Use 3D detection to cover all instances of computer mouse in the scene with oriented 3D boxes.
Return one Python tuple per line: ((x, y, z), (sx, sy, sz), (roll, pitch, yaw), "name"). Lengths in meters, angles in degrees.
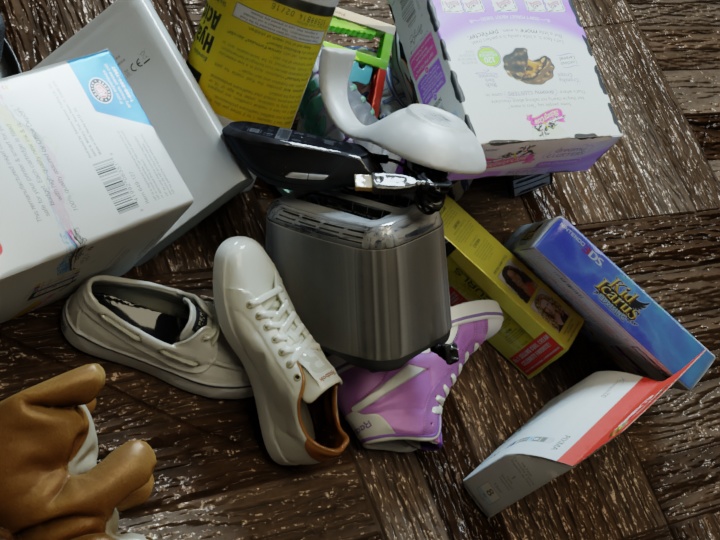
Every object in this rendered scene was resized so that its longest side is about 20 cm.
((-0.020, -0.077, 1.137), (0.197, 0.047, 0.141), (10, 15, -7), "computer mouse")

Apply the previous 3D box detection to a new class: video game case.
((0.234, 0.031, 1.349), (0.200, 0.181, 0.046), (42, 85, -3), "video game case")

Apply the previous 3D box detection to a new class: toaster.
((0.000, 0.000, 1.185), (0.113, 0.199, 0.131), (-24, 121, -39), "toaster")

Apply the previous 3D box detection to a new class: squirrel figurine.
((-0.232, 0.190, 0.984), (0.198, 0.141, 0.189), (-21, 84, -26), "squirrel figurine")

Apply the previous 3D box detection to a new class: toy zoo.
((-0.046, -0.161, 1.339), (0.130, 0.020, 0.203), (14, 77, -13), "toy zoo")

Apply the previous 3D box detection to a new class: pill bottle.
((-0.101, -0.178, 1.233), (0.110, 0.202, 0.111), (20, 18, -7), "pill bottle")

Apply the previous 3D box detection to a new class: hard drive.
((-0.194, -0.125, 1.198), (0.201, 0.131, 0.026), (59, 15, 12), "hard drive")

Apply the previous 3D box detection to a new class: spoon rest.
((0.030, -0.126, 1.190), (0.098, 0.061, 0.200), (-1, 31, -41), "spoon rest")

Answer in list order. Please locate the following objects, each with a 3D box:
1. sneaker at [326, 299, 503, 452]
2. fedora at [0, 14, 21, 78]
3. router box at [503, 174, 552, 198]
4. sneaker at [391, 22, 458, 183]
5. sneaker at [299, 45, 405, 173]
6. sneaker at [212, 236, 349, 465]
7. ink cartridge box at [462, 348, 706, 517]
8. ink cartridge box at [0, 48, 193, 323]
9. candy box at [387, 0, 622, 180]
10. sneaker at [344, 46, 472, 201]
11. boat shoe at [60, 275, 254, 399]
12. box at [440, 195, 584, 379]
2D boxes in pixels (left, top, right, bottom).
((0.065, 0.103, 1.263), (0.199, 0.073, 0.115), (-21, 78, -30), "sneaker")
((-0.364, -0.182, 1.139), (0.198, 0.092, 0.203), (17, 54, -24), "fedora")
((0.143, -0.199, 1.449), (0.052, 0.157, 0.202), (-20, 69, 2), "router box")
((0.083, -0.182, 1.356), (0.077, 0.079, 0.203), (1, 73, -27), "sneaker")
((0.000, -0.128, 1.295), (0.087, 0.074, 0.203), (-17, 87, -16), "sneaker")
((-0.056, 0.063, 1.142), (0.073, 0.084, 0.202), (-31, 107, -45), "sneaker")
((0.199, 0.132, 1.238), (0.160, 0.200, 0.047), (-33, 82, -42), "ink cartridge box")
((-0.268, -0.055, 1.082), (0.199, 0.144, 0.148), (-24, 82, -41), "ink cartridge box")
((0.133, -0.191, 1.296), (0.166, 0.072, 0.202), (-5, 67, -27), "candy box")
((0.038, -0.147, 1.396), (0.199, 0.075, 0.089), (33, 49, -10), "sneaker")
((-0.148, 0.050, 1.152), (0.198, 0.066, 0.073), (22, 51, -21), "boat shoe")
((0.120, 0.012, 1.350), (0.200, 0.075, 0.050), (42, 49, -4), "box")
